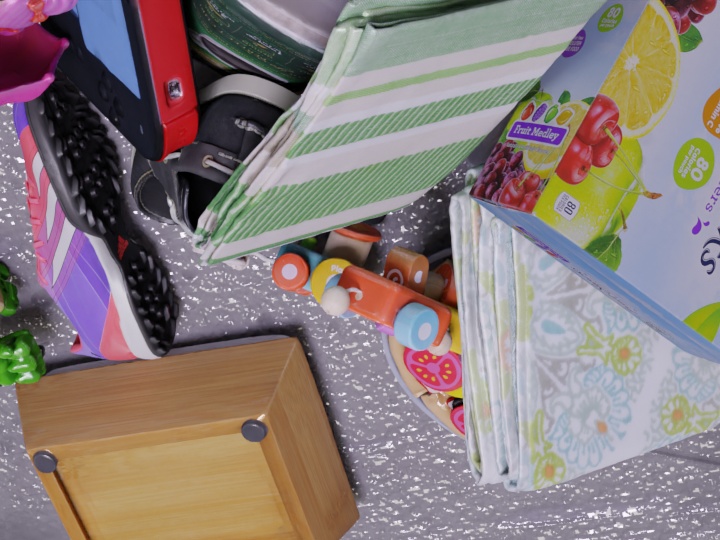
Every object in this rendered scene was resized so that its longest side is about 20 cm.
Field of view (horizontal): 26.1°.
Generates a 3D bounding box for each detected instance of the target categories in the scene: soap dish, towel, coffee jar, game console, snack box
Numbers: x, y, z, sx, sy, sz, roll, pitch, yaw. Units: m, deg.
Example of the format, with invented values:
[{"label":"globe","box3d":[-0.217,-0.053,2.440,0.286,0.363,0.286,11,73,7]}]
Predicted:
[{"label":"soap dish","box3d":[-0.116,0.131,1.034,0.198,0.081,0.158,-9,123,13]},{"label":"towel","box3d":[0.015,-0.071,0.719,0.152,0.024,0.200,-16,160,-33]},{"label":"towel","box3d":[0.136,0.016,0.846,0.199,0.048,0.173,-13,106,-31]},{"label":"coffee jar","box3d":[-0.038,-0.141,0.768,0.104,0.200,0.086,28,85,-14]},{"label":"game console","box3d":[-0.142,-0.168,0.785,0.031,0.177,0.201,-25,129,-25]},{"label":"snack box","box3d":[0.174,-0.077,0.775,0.168,0.068,0.201,34,85,-28]}]

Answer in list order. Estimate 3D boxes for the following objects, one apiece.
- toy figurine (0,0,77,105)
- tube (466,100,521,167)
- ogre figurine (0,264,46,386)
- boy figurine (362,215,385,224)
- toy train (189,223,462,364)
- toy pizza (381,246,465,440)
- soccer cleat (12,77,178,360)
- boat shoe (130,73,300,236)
[{"label":"toy figurine","box3d":[-0.208,-0.169,0.780,0.199,0.151,0.184,-20,119,35]},{"label":"tube","box3d":[0.146,-0.021,0.917,0.200,0.051,0.077,39,134,-24]},{"label":"ogre figurine","box3d":[-0.302,0.012,0.967,0.119,0.098,0.200,-34,127,14]},{"label":"boy figurine","box3d":[0.043,-0.101,0.838,0.124,0.065,0.200,-3,153,-45]},{"label":"toy train","box3d":[0.000,0.000,0.877,0.150,0.199,0.056,23,89,-43]},{"label":"toy pizza","box3d":[0.106,0.061,0.958,0.198,0.032,0.201,11,136,11]},{"label":"soccer cleat","box3d":[-0.176,-0.025,0.943,0.073,0.068,0.201,-7,126,18]},{"label":"boat shoe","box3d":[-0.090,-0.050,0.861,0.071,0.068,0.200,21,164,-21]}]
